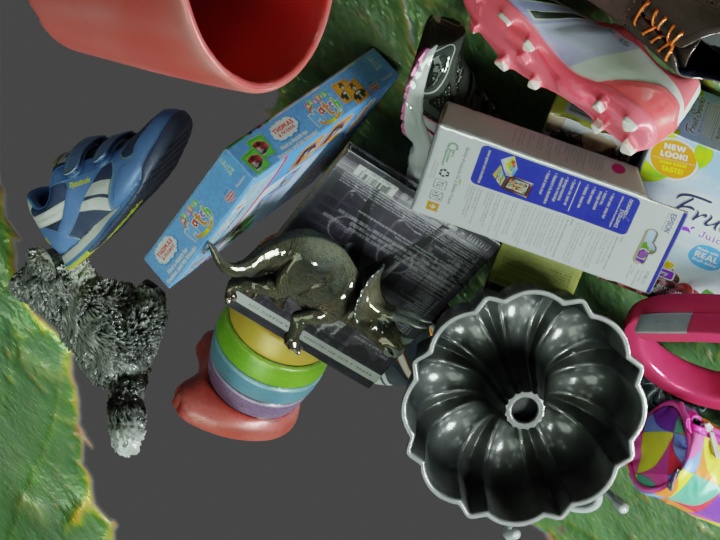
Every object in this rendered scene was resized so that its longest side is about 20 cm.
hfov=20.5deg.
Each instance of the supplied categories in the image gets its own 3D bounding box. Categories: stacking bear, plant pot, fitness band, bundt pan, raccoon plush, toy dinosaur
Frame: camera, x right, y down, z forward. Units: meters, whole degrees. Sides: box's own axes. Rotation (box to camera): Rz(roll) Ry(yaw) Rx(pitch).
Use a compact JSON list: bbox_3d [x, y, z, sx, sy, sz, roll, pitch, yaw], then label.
[{"bbox_3d":[-0.073,0.044,1.739,0.113,0.122,0.201,25,128,-3],"label":"stacking bear"},{"bbox_3d":[-0.142,-0.233,1.469,0.176,0.201,0.202,4,132,33],"label":"plant pot"},{"bbox_3d":[0.296,0.067,1.558,0.199,0.038,0.143,2,152,43],"label":"fitness band"},{"bbox_3d":[0.127,0.100,1.604,0.199,0.076,0.204,-2,108,-5],"label":"bundt pan"},{"bbox_3d":[-0.247,0.057,1.771,0.133,0.201,0.097,20,122,-23],"label":"raccoon plush"},{"bbox_3d":[-0.044,0.003,1.560,0.102,0.077,0.200,-35,129,20],"label":"toy dinosaur"}]

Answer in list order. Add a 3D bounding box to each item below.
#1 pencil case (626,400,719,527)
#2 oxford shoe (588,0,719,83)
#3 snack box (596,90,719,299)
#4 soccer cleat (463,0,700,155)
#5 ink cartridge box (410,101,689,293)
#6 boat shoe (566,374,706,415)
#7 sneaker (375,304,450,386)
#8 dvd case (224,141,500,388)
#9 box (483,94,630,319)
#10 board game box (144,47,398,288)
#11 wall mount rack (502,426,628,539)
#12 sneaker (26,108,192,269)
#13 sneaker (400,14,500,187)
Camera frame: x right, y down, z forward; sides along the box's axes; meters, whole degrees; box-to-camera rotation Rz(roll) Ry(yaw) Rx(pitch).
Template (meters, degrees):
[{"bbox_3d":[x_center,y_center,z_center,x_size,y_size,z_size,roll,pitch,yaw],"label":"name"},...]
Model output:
[{"bbox_3d":[0.313,0.176,1.656,0.199,0.089,0.088,25,140,-30],"label":"pencil case"},{"bbox_3d":[0.222,-0.186,1.417,0.198,0.073,0.072,23,136,3],"label":"oxford shoe"},{"bbox_3d":[0.301,-0.034,1.523,0.198,0.068,0.170,21,136,4],"label":"snack box"},{"bbox_3d":[0.159,-0.165,1.464,0.200,0.076,0.067,41,157,23],"label":"soccer cleat"},{"bbox_3d":[0.143,-0.054,1.508,0.198,0.037,0.095,21,137,3],"label":"ink cartridge box"},{"bbox_3d":[0.196,0.083,1.680,0.199,0.071,0.091,28,134,-11],"label":"boat shoe"},{"bbox_3d":[0.035,0.017,1.683,0.079,0.079,0.201,3,136,22],"label":"sneaker"},{"bbox_3d":[0.000,0.000,1.616,0.148,0.016,0.200,30,127,-14],"label":"dvd case"},{"bbox_3d":[0.161,-0.054,1.581,0.075,0.050,0.201,21,136,5],"label":"box"},{"bbox_3d":[-0.068,-0.081,1.553,0.037,0.200,0.151,47,134,5],"label":"board game box"},{"bbox_3d":[0.149,0.168,1.758,0.200,0.075,0.173,42,142,-17],"label":"wall mount rack"},{"bbox_3d":[-0.220,-0.082,1.710,0.082,0.074,0.200,48,125,0],"label":"sneaker"},{"bbox_3d":[0.080,-0.116,1.553,0.085,0.081,0.201,9,144,8],"label":"sneaker"}]
